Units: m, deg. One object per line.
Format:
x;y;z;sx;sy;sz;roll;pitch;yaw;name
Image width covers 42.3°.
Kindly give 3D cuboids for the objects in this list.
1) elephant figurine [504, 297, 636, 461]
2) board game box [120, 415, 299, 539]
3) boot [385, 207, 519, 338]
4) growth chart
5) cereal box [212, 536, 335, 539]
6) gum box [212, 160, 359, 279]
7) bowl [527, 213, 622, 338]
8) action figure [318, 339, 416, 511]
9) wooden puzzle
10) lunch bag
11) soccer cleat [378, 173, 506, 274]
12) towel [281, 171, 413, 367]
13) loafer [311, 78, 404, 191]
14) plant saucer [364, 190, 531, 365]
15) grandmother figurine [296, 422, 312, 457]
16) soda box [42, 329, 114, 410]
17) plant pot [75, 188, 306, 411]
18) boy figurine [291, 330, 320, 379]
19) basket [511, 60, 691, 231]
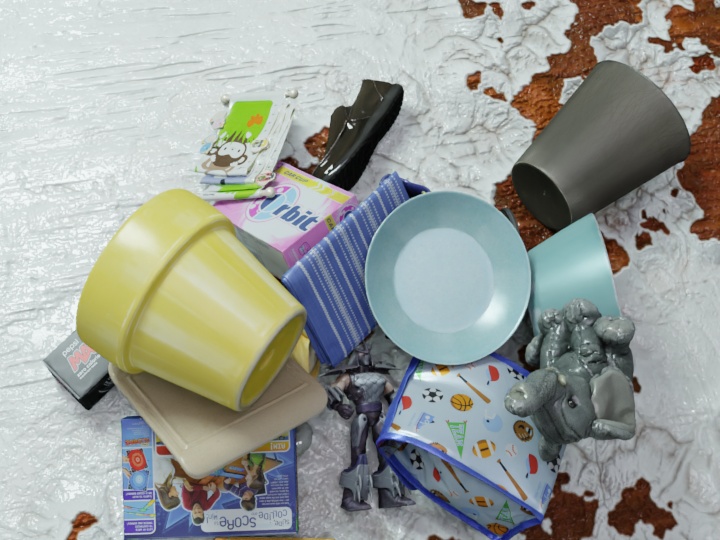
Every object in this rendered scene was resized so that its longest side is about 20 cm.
0.224;0.140;1.001;0.153;0.143;0.201;23;43;5;elephant figurine
-0.170;0.232;1.056;0.196;0.034;0.138;-1;88;0;board game box
0.114;-0.001;1.202;0.171;0.070;0.203;6;61;4;boot
-0.153;-0.163;1.206;0.142;0.018;0.202;-6;52;23;growth chart
-0.099;0.402;1.033;0.141;0.040;0.203;3;69;-6;cereal box
-0.092;-0.061;1.144;0.113;0.067;0.199;-39;37;-19;gum box
0.258;0.040;1.152;0.103;0.201;0.204;-13;70;10;bowl
0.013;0.181;1.112;0.128;0.069;0.204;0;77;-27;action figure
-0.163;0.133;1.057;0.183;0.038;0.200;-24;46;-30;wooden puzzle
0.128;0.187;1.083;0.198;0.124;0.171;32;50;-4;lunch bag
0.097;-0.056;1.161;0.199;0.084;0.065;31;65;28;soccer cleat
0.000;0.000;1.092;0.024;0.146;0.200;18;54;45;towel
-0.015;-0.180;1.256;0.071;0.073;0.201;27;63;14;loafer
0.101;0.010;1.096;0.197;0.039;0.205;1;82;-6;plant saucer
-0.152;0.176;1.104;0.197;0.061;0.123;18;77;3;grandmother figurine
-0.282;0.069;1.124;0.071;0.063;0.200;40;70;9;soda box
-0.168;0.046;0.998;0.188;0.201;0.202;33;69;10;plant pot
-0.038;0.049;1.131;0.064;0.125;0.201;28;73;18;boy figurine
0.312;-0.157;1.253;0.199;0.136;0.181;-40;75;-15;basket
